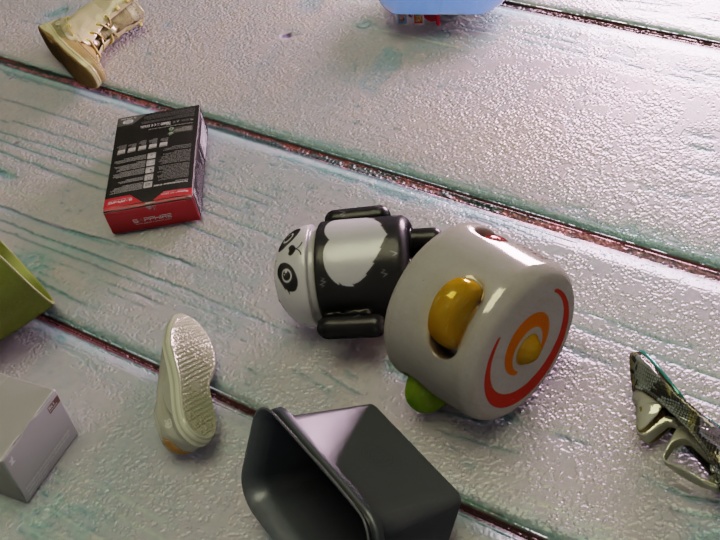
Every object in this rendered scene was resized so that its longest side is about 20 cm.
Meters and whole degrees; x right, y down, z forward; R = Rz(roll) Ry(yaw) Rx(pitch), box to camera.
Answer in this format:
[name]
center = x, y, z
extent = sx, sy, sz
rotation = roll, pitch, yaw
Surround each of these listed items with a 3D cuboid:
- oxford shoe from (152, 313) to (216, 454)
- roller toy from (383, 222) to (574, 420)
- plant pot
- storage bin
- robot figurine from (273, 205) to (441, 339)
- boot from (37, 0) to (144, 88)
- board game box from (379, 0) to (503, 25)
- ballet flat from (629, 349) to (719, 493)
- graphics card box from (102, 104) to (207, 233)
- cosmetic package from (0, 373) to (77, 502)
[oxford shoe]
center = -0.202, 0.126, 1.338
extent = 0.058, 0.075, 0.201
rotation = -41, 36, 25
[roller toy]
center = 0.129, 0.053, 1.233
extent = 0.139, 0.201, 0.182
rotation = 30, 53, 35
[plant pot]
center = -0.508, 0.041, 1.435
extent = 0.200, 0.187, 0.187
rotation = -44, 50, -8
[storage bin]
center = -0.006, 0.224, 1.151
extent = 0.134, 0.146, 0.200
rotation = -9, 36, -35
[robot figurine]
center = 0.000, 0.000, 1.362
extent = 0.199, 0.126, 0.150
rotation = -5, 13, 9
[boot]
center = -0.405, -0.371, 1.873
extent = 0.155, 0.073, 0.200
rotation = -33, 42, -14
[board game box]
center = 0.127, -0.412, 1.807
extent = 0.199, 0.039, 0.158
rotation = 3, 41, 10
[ballet flat]
center = 0.313, 0.156, 1.174
extent = 0.072, 0.072, 0.200
rotation = -28, 44, -14
[graphics card box]
center = -0.278, -0.141, 1.628
extent = 0.125, 0.051, 0.201
rotation = -10, 45, 5
[cosmetic package]
center = -0.432, 0.172, 1.333
extent = 0.199, 0.090, 0.107
rotation = 16, 51, 24
